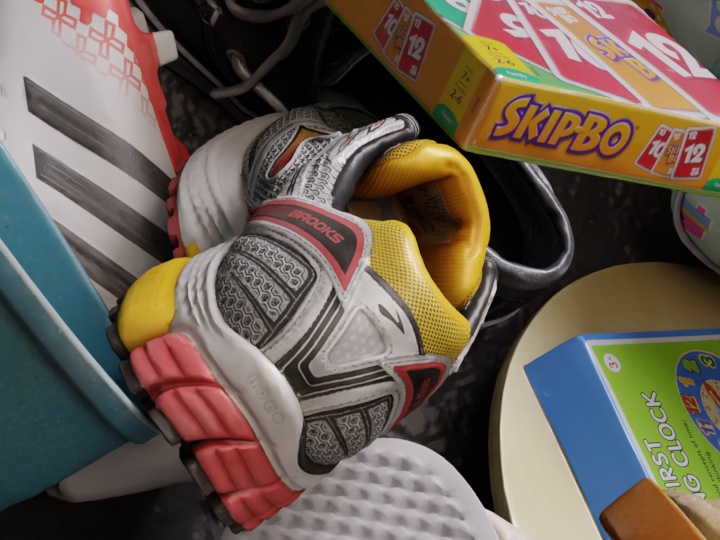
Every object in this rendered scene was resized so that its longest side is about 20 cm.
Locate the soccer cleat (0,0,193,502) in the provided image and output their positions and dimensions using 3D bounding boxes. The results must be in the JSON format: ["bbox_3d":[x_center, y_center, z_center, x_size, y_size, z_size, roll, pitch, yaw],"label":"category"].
[{"bbox_3d":[-0.088,-0.031,0.796,0.085,0.069,0.200,-23,85,-20],"label":"soccer cleat"}]

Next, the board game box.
[{"bbox_3d":[0.019,-0.086,0.776,0.095,0.200,0.030,8,116,-38],"label":"board game box"}]

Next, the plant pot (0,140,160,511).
[{"bbox_3d":[-0.178,0.007,0.666,0.188,0.200,0.200,-34,90,-2],"label":"plant pot"}]

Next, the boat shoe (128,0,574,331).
[{"bbox_3d":[-0.013,-0.067,0.838,0.074,0.068,0.200,-36,91,-28],"label":"boat shoe"}]

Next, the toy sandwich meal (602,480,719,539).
[{"bbox_3d":[0.103,0.137,0.661,0.070,0.205,0.205,-33,90,-7],"label":"toy sandwich meal"}]

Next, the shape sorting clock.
[{"bbox_3d":[0.120,0.085,0.846,0.200,0.039,0.200,25,43,-26],"label":"shape sorting clock"}]

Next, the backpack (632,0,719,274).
[{"bbox_3d":[0.168,-0.065,0.857,0.200,0.176,0.153,34,64,1],"label":"backpack"}]

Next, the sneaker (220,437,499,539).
[{"bbox_3d":[0.009,0.125,0.665,0.078,0.080,0.200,-12,36,1],"label":"sneaker"}]

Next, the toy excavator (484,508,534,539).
[{"bbox_3d":[0.042,0.182,0.711,0.194,0.100,0.200,29,85,28],"label":"toy excavator"}]

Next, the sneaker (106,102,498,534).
[{"bbox_3d":[0.000,0.000,0.716,0.082,0.200,0.078,-30,105,12],"label":"sneaker"}]
